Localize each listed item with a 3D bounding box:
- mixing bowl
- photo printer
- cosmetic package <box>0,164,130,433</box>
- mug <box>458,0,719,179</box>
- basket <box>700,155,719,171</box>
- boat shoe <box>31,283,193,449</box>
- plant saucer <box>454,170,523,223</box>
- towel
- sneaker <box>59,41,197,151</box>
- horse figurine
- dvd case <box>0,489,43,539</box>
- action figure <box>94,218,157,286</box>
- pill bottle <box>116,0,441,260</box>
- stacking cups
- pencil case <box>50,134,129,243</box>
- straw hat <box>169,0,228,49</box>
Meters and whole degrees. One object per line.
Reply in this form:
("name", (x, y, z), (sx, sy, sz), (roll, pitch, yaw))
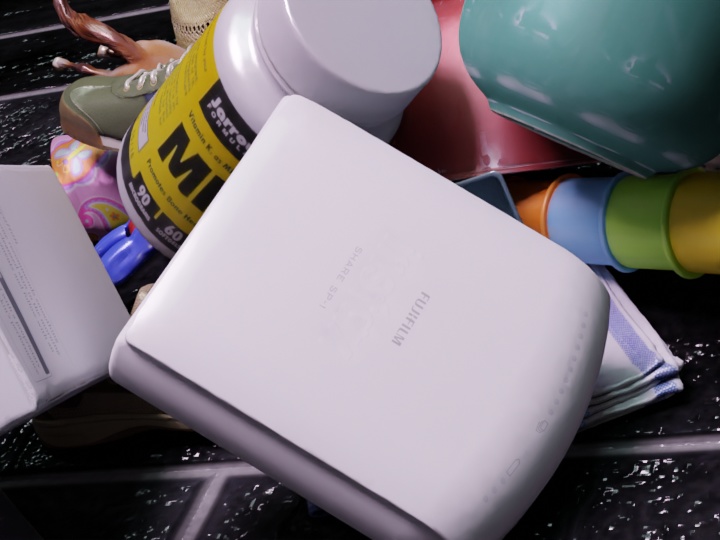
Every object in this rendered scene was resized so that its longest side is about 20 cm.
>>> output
("mixing bowl", (0.078, -0.109, 0.941), (0.198, 0.110, 0.200), (-7, 3, 0))
("photo printer", (0.009, 0.032, 0.736), (0.199, 0.070, 0.167), (31, 65, 6))
("cosmetic package", (-0.234, 0.045, 0.766), (0.198, 0.124, 0.200), (-28, -1, 6))
("mug", (0.138, -0.109, 0.788), (0.115, 0.184, 0.152), (-66, 25, 5))
("basket", (0.275, -0.137, 0.918), (0.198, 0.137, 0.124), (3, 36, 27))
("boat shoe", (-0.105, 0.042, 0.876), (0.198, 0.073, 0.072), (-13, 26, 22))
("plant saucer", (0.000, 0.000, 0.876), (0.198, 0.070, 0.019), (-18, 26, 22))
("towel", (0.055, 0.054, 0.831), (0.198, 0.024, 0.147), (-19, 27, -1))
("sneaker", (-0.097, -0.122, 1.018), (0.198, 0.091, 0.067), (9, 36, 8))
("horse figurine", (-0.139, -0.136, 1.164), (0.132, 0.199, 0.050), (12, 77, 47))
("dvd case", (-0.241, 0.162, 0.817), (0.148, 0.016, 0.200), (-29, 30, -21))
("action figure", (-0.125, -0.002, 1.009), (0.200, 0.099, 0.065), (-39, 30, 7))
("pill bottle", (-0.047, -0.088, 0.869), (0.114, 0.114, 0.200), (-43, 2, -40))
("stacking cups", (0.126, -0.030, 0.846), (0.199, 0.061, 0.060), (6, 35, 43))
("pencil case", (-0.115, -0.077, 1.108), (0.198, 0.088, 0.088), (-15, 27, 4))
("straw hat", (-0.122, -0.216, 1.358), (0.199, 0.086, 0.202), (-14, 27, 7))
